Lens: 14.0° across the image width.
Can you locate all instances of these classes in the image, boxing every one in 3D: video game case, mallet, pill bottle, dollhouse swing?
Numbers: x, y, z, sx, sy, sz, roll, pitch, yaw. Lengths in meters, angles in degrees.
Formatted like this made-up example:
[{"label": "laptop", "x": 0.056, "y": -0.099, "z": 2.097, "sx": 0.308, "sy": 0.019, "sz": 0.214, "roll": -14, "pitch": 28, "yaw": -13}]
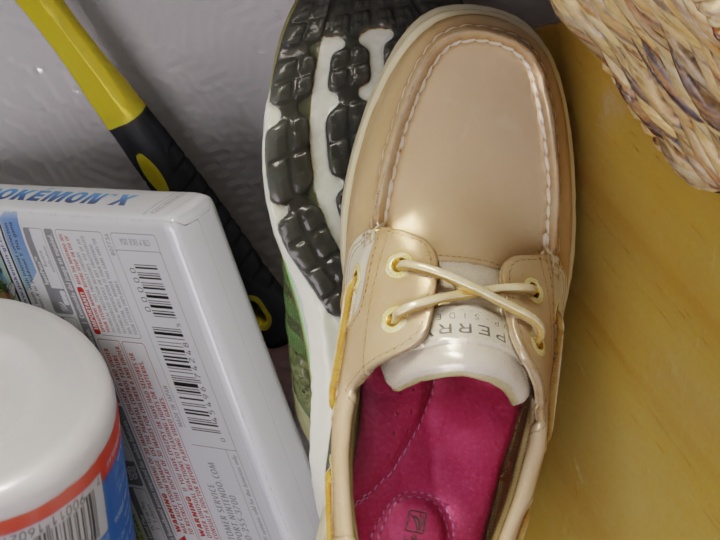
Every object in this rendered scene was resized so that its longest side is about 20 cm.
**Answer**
[{"label": "video game case", "x": -0.079, "y": 0.064, "z": 0.978, "sx": 0.182, "sy": 0.022, "sz": 0.201, "roll": 4, "pitch": 121, "yaw": 48}, {"label": "mallet", "x": -0.072, "y": -0.058, "z": 0.937, "sx": 0.066, "sy": 0.041, "sz": 0.200, "roll": -29, "pitch": 110, "yaw": 39}, {"label": "pill bottle", "x": -0.125, "y": 0.118, "z": 0.960, "sx": 0.112, "sy": 0.112, "sz": 0.201, "roll": 11, "pitch": 129, "yaw": 18}, {"label": "dollhouse swing", "x": 0.141, "y": 0.030, "z": 0.897, "sx": 0.181, "sy": 0.176, "sz": 0.201, "roll": -1, "pitch": 133, "yaw": -26}]

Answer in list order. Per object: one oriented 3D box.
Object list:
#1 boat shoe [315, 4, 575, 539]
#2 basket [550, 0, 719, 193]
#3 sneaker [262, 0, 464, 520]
[{"label": "boat shoe", "x": 0.028, "y": 0.025, "z": 0.835, "sx": 0.073, "sy": 0.069, "sz": 0.201, "roll": 5, "pitch": 95, "yaw": -8}, {"label": "basket", "x": 0.102, "y": -0.124, "z": 0.711, "sx": 0.143, "sy": 0.149, "sz": 0.200, "roll": -39, "pitch": 103, "yaw": -5}, {"label": "sneaker", "x": 0.000, "y": 0.000, "z": 0.911, "sx": 0.076, "sy": 0.089, "sz": 0.201, "roll": -4, "pitch": 97, "yaw": -15}]
